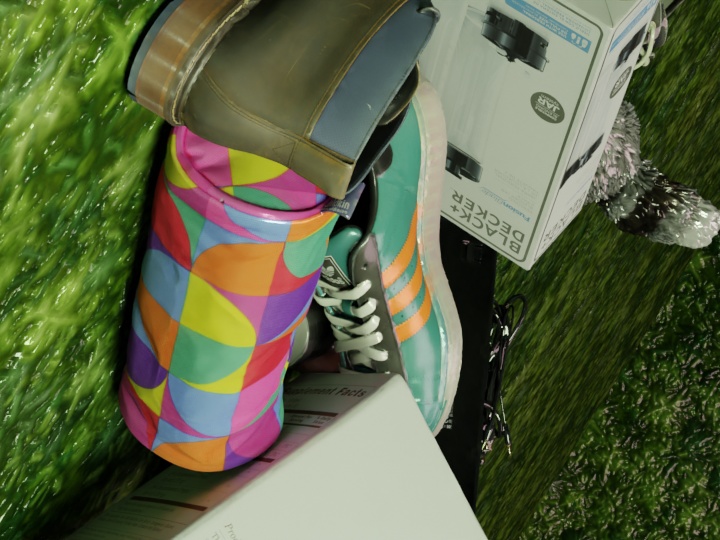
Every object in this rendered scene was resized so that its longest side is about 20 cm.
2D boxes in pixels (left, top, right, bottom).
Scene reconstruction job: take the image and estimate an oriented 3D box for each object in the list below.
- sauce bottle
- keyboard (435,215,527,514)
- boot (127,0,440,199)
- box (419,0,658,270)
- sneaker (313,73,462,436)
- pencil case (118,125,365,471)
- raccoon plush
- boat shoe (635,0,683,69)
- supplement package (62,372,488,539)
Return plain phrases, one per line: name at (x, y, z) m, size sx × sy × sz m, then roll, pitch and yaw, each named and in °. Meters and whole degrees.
sauce bottle at (-0.016, 0.027, 1.194) m, size 0.065 × 0.064 × 0.200 m, roll -60°, pitch 165°, yaw 13°
keyboard at (0.039, 0.071, 1.191) m, size 0.103 × 0.040 × 0.202 m, roll 11°, pitch 82°, yaw -35°
boot at (0.000, -0.102, 0.876) m, size 0.200 × 0.097 × 0.075 m, roll -47°, pitch 164°, yaw -38°
box at (0.077, -0.103, 1.114) m, size 0.060 × 0.116 × 0.201 m, roll -48°, pitch 165°, yaw -33°
sneaker at (0.000, 0.000, 1.085) m, size 0.080 × 0.071 × 0.202 m, roll -19°, pitch 111°, yaw -44°
pencil case at (-0.055, 0.005, 0.953) m, size 0.088 × 0.088 × 0.201 m, roll -46°, pitch 165°, yaw -40°
raccoon plush at (0.148, -0.085, 1.272) m, size 0.134 × 0.198 × 0.098 m, roll 171°, pitch -63°, yaw -80°
boat shoe at (0.174, -0.170, 1.425) m, size 0.200 × 0.063 × 0.071 m, roll -50°, pitch 165°, yaw -30°
supplement package at (-0.052, 0.150, 1.044) m, size 0.199 × 0.118 × 0.117 m, roll -33°, pitch -167°, yaw -24°
